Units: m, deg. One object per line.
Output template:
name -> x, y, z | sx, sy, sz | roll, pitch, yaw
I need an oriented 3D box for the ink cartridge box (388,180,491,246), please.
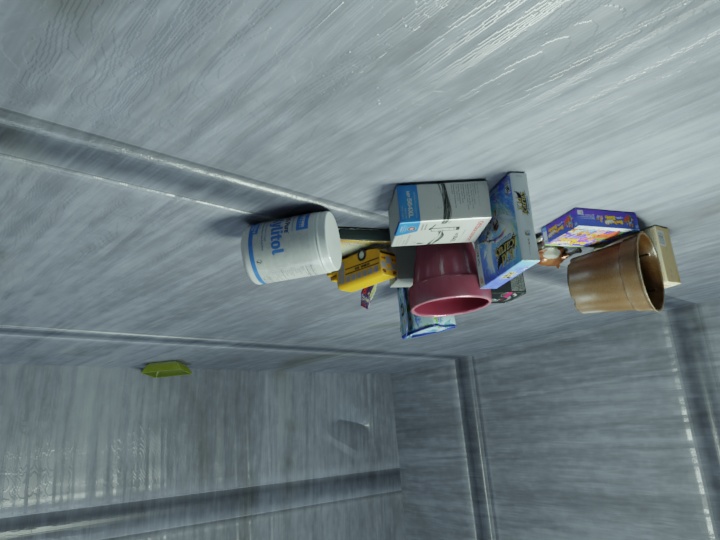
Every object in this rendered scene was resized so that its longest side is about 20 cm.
ink cartridge box -> 0.163, -0.117, 1.265 | 0.193, 0.087, 0.146 | -3, 163, -5

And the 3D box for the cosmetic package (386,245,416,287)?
cosmetic package -> 0.170, -0.018, 1.554 | 0.193, 0.111, 0.090 | -1, 164, -10

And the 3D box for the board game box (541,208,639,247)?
board game box -> 0.578, -0.104, 1.511 | 0.194, 0.046, 0.134 | 1, 162, -22

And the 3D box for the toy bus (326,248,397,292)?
toy bus -> 0.000, 0.000, 1.493 | 0.064, 0.081, 0.197 | 10, 158, -43

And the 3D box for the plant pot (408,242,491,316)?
plant pot -> 0.205, -0.001, 1.423 | 0.193, 0.185, 0.201 | -4, 164, -1

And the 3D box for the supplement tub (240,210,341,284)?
supplement tub -> -0.149, -0.049, 1.306 | 0.193, 0.136, 0.132 | -10, 163, 12

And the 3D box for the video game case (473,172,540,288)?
video game case -> 0.299, -0.077, 1.267 | 0.044, 0.187, 0.200 | -1, 163, -14

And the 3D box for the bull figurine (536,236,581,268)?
bull figurine -> 0.521, -0.051, 1.634 | 0.195, 0.067, 0.121 | 0, 157, -36

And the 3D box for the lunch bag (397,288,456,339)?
lunch bag -> 0.188, 0.113, 1.872 | 0.124, 0.176, 0.198 | 6, 162, -35

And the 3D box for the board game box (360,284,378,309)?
board game box -> 0.034, 0.030, 1.626 | 0.032, 0.122, 0.200 | 26, 168, 6

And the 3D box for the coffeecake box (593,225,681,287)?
coffeecake box -> 0.768, -0.014, 1.675 | 0.071, 0.159, 0.198 | 5, 160, -33

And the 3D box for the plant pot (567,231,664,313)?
plant pot -> 0.657, 0.022, 1.557 | 0.194, 0.207, 0.197 | -15, 161, 39

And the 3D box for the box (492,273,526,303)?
box -> 0.376, 0.034, 1.788 | 0.193, 0.110, 0.122 | 0, 162, -16

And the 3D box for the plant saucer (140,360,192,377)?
plant saucer -> -0.941, 0.479, 2.919 | 0.193, 0.050, 0.201 | -6, 163, 0

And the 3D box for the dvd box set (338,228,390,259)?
dvd box set -> -0.020, -0.055, 1.502 | 0.142, 0.030, 0.200 | 0, 163, -20
